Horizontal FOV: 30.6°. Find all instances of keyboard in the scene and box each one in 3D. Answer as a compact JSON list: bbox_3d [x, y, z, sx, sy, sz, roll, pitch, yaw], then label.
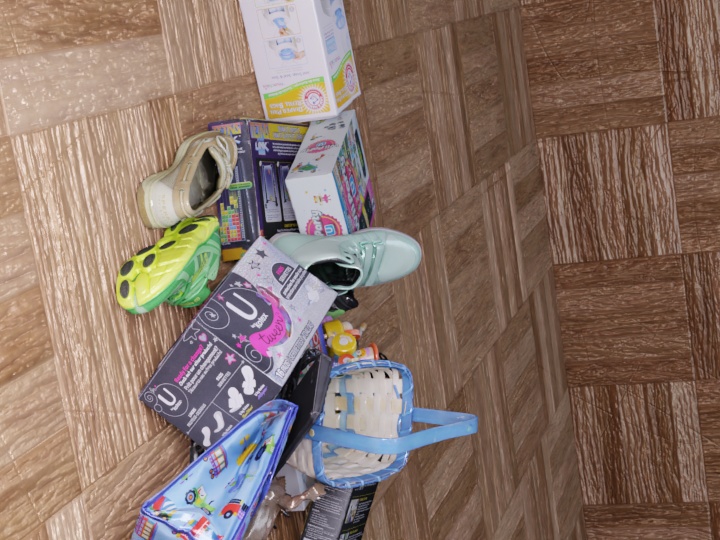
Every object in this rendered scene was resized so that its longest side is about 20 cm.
[{"bbox_3d":[0.027,0.163,1.650,0.200,0.039,0.105,-133,-122,-86],"label":"keyboard"},{"bbox_3d":[-0.066,0.143,1.361,0.200,0.020,0.128,125,-23,-52],"label":"keyboard"}]

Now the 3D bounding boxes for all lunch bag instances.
[{"bbox_3d":[-0.133,0.215,1.274,0.200,0.094,0.151,-54,173,-40],"label":"lunch bag"}]

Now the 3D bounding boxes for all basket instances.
[{"bbox_3d":[0.006,0.169,1.456,0.176,0.199,0.140,-2,98,-52],"label":"basket"}]

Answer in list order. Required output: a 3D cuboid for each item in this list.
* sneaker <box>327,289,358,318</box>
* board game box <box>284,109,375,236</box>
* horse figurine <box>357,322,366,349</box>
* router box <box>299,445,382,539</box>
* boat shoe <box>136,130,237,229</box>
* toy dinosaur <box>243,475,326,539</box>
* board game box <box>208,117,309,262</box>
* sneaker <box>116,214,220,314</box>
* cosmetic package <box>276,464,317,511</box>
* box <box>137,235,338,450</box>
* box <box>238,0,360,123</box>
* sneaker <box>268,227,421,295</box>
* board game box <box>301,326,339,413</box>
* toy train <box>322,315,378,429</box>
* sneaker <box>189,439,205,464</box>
[{"bbox_3d":[-0.024,-0.030,1.812,0.077,0.083,0.201,27,59,-57],"label":"sneaker"},{"bbox_3d":[-0.033,-0.094,1.659,0.200,0.064,0.148,-74,153,-60],"label":"board game box"},{"bbox_3d":[-0.013,0.169,1.845,0.201,0.050,0.133,73,34,-47],"label":"horse figurine"},{"bbox_3d":[-0.020,0.292,1.691,0.200,0.051,0.150,39,67,-78],"label":"router box"},{"bbox_3d":[-0.173,-0.102,1.436,0.201,0.063,0.074,-48,130,-61],"label":"boat shoe"},{"bbox_3d":[-0.124,0.284,1.481,0.086,0.136,0.200,38,59,-6],"label":"toy dinosaur"},{"bbox_3d":[-0.114,-0.099,1.624,0.200,0.056,0.166,-8,91,-70],"label":"board game box"},{"bbox_3d":[-0.186,0.004,1.367,0.200,0.074,0.084,-52,130,-63],"label":"sneaker"},{"bbox_3d":[-0.085,0.178,1.649,0.151,0.051,0.201,-48,130,-67],"label":"cosmetic package"},{"bbox_3d":[-0.125,0.076,1.385,0.114,0.132,0.200,36,31,-4],"label":"box"},{"bbox_3d":[-0.079,-0.302,1.704,0.113,0.101,0.201,-51,133,-63],"label":"box"},{"bbox_3d":[0.000,0.000,1.525,0.118,0.199,0.074,37,-56,57],"label":"sneaker"},{"bbox_3d":[-0.077,0.101,1.576,0.135,0.029,0.201,-37,117,-67],"label":"board game box"},{"bbox_3d":[-0.010,0.133,1.663,0.200,0.055,0.151,-148,-134,-77],"label":"toy train"},{"bbox_3d":[-0.163,0.199,1.421,0.082,0.077,0.201,48,32,-26],"label":"sneaker"}]
